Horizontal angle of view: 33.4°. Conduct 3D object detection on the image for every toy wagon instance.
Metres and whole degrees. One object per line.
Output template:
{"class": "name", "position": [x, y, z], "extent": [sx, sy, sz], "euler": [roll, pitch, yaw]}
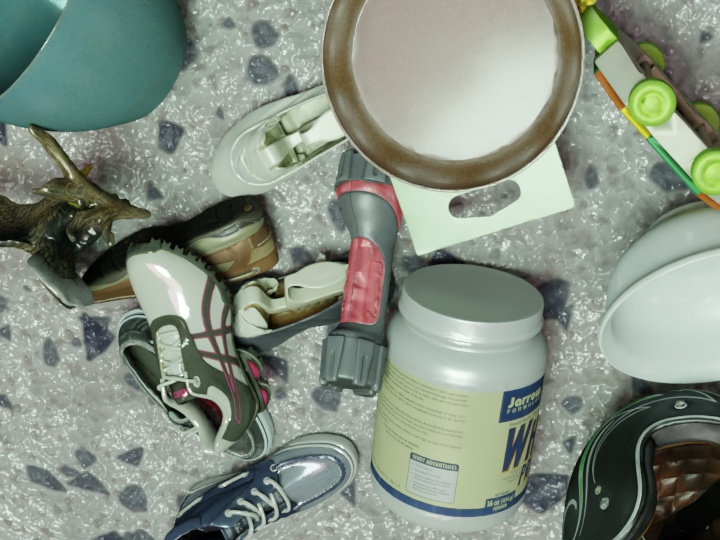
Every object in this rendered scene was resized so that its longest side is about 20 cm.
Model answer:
{"class": "toy wagon", "position": [0.225, -0.135, 0.918], "extent": [0.200, 0.155, 0.040], "euler": [45, 112, -8]}

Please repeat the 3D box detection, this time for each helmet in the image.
{"class": "helmet", "position": [0.273, 0.200, 1.031], "extent": [0.199, 0.191, 0.200], "euler": [24, 152, 14]}

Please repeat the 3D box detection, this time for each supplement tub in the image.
{"class": "supplement tub", "position": [0.087, 0.110, 1.054], "extent": [0.144, 0.145, 0.201], "euler": [9, 113, 7]}

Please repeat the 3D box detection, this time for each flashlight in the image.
{"class": "flashlight", "position": [0.000, 0.000, 1.013], "extent": [0.067, 0.068, 0.201], "euler": [11, 74, -6]}

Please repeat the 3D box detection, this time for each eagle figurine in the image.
{"class": "eagle figurine", "position": [-0.278, -0.035, 1.037], "extent": [0.199, 0.151, 0.153], "euler": [-18, 95, 37]}

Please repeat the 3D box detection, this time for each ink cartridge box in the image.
{"class": "ink cartridge box", "position": [0.073, -0.121, 0.952], "extent": [0.145, 0.048, 0.201], "euler": [-17, 98, 17]}

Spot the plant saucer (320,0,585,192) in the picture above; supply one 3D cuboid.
{"class": "plant saucer", "position": [0.069, -0.160, 0.902], "extent": [0.199, 0.032, 0.202], "euler": [3, 104, 14]}

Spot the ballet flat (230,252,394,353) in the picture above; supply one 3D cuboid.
{"class": "ballet flat", "position": [-0.068, 0.027, 1.090], "extent": [0.199, 0.073, 0.073], "euler": [-16, 108, 13]}

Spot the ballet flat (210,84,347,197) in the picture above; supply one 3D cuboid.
{"class": "ballet flat", "position": [-0.055, -0.117, 1.035], "extent": [0.199, 0.069, 0.070], "euler": [-26, 105, 19]}

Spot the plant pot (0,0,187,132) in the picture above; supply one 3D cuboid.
{"class": "plant pot", "position": [-0.223, -0.195, 0.986], "extent": [0.134, 0.201, 0.200], "euler": [26, 119, -38]}

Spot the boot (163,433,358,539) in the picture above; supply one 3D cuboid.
{"class": "boot", "position": [-0.095, 0.229, 1.165], "extent": [0.199, 0.090, 0.073], "euler": [-26, 105, 19]}

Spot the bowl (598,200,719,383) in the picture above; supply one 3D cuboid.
{"class": "bowl", "position": [0.288, 0.006, 0.985], "extent": [0.200, 0.091, 0.202], "euler": [-2, 145, -2]}

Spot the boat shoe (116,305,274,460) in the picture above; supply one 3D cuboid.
{"class": "boat shoe", "position": [-0.162, 0.123, 1.135], "extent": [0.072, 0.071, 0.200], "euler": [-36, 113, 22]}

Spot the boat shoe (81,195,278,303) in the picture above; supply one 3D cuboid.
{"class": "boat shoe", "position": [-0.165, -0.001, 1.098], "extent": [0.199, 0.076, 0.074], "euler": [-17, 119, 24]}

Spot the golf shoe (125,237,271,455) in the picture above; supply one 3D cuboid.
{"class": "golf shoe", "position": [-0.146, 0.065, 1.042], "extent": [0.077, 0.088, 0.201], "euler": [-15, 116, 31]}

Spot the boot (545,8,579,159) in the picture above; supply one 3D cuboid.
{"class": "boot", "position": [0.079, -0.188, 0.984], "extent": [0.199, 0.064, 0.188], "euler": [8, 105, 7]}
